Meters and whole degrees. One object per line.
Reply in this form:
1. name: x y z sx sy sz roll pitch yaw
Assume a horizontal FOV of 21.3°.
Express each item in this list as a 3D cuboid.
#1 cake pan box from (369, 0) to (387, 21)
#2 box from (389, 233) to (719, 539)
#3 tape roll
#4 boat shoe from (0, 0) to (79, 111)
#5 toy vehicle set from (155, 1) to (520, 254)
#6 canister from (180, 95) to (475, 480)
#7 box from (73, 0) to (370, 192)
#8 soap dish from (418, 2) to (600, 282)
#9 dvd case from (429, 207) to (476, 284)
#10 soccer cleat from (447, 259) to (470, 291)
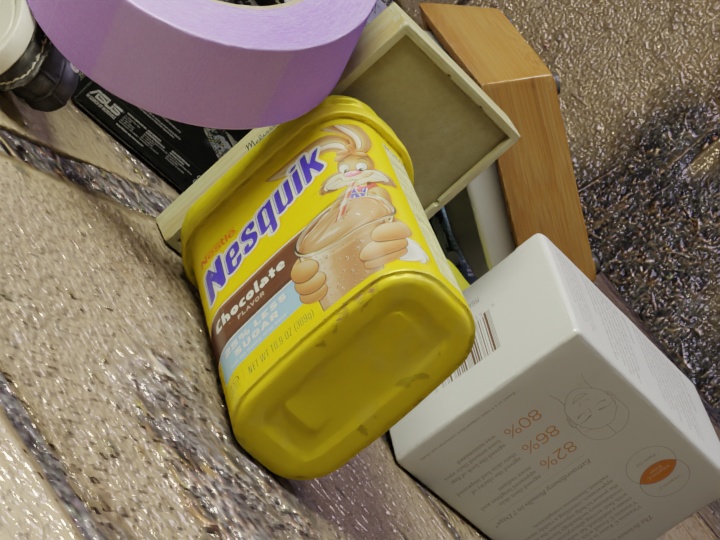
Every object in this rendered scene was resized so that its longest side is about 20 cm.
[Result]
1. cake pan box: -0.074 -0.198 1.532 0.200 0.183 0.053 33 59 -57
2. box: 0.131 0.102 1.299 0.200 0.152 0.107 42 20 -34
3. tape roll: -0.090 -0.176 1.092 0.198 0.066 0.201 15 46 -16
4. boat shoe: -0.205 -0.167 1.141 0.060 0.074 0.201 40 16 -38
5. toy vehicle set: -0.013 -0.057 1.184 0.124 0.200 0.027 41 14 -39
6. canister: -0.022 0.006 1.065 0.087 0.148 0.200 42 13 -30
7. box: -0.076 -0.130 1.287 0.200 0.164 0.086 40 13 -35
8. soap dish: 0.100 -0.079 1.363 0.158 0.081 0.201 -117 -171 -60
9. dvd case: 0.050 -0.061 1.466 0.146 0.022 0.202 -5 76 -74
10. soccer cleat: 0.089 0.057 1.362 0.201 0.083 0.065 65 28 -44
